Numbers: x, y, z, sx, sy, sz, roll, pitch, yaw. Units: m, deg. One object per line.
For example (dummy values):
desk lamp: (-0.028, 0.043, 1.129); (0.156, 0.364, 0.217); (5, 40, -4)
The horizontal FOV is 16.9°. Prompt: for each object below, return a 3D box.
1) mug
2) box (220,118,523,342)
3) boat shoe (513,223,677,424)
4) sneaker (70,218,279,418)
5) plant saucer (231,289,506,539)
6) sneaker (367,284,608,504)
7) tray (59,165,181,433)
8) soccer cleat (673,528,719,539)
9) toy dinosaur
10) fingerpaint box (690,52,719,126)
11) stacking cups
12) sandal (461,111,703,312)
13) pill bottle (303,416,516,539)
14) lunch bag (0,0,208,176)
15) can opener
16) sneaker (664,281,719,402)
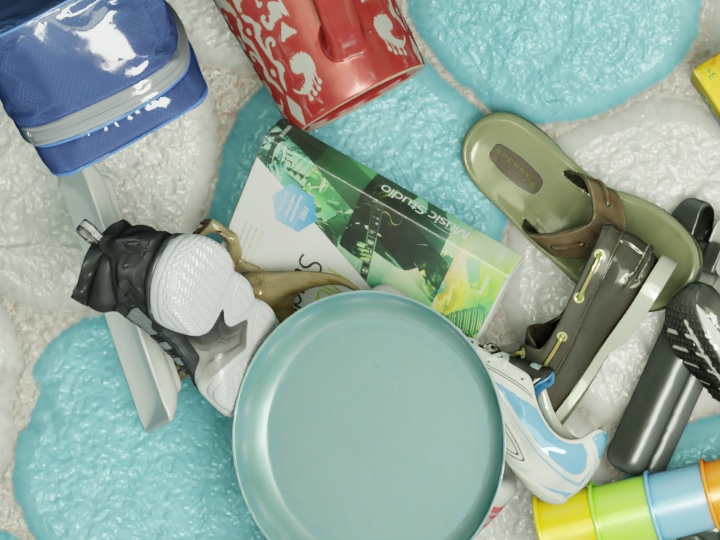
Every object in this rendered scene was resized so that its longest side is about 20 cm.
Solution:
mug: (-0.053, -0.205, 1.701); (0.133, 0.177, 0.201); (-28, 89, 18)
box: (0.000, 0.000, 1.713); (0.199, 0.036, 0.145); (29, 127, 6)
boat shoe: (0.144, 0.054, 1.692); (0.060, 0.072, 0.202); (35, 118, 3)
sneaker: (-0.128, 0.026, 1.659); (0.113, 0.200, 0.076); (22, 67, 28)
plant saucer: (0.008, 0.114, 1.627); (0.199, 0.027, 0.201); (-1, 88, 22)
sneaker: (0.085, 0.073, 1.655); (0.200, 0.072, 0.073); (42, 95, 12)
tray: (-0.170, 0.016, 1.740); (0.022, 0.107, 0.201); (-18, 86, -17)
soccer cleat: (0.218, 0.206, 1.709); (0.199, 0.068, 0.081); (-19, 96, 11)
toy dinosaur: (-0.080, 0.012, 1.715); (0.200, 0.058, 0.101); (-28, 117, 40)
fingerpaint box: (0.353, -0.098, 1.695); (0.166, 0.073, 0.201); (-31, 85, 4)
stacking cups: (0.220, 0.159, 1.655); (0.199, 0.060, 0.061); (-14, 86, 8)
sandal: (0.149, -0.038, 1.712); (0.201, 0.057, 0.080); (35, 98, 15)
pill bottle: (0.008, 0.186, 1.699); (0.109, 0.109, 0.200); (43, 105, 6)
lunch bag: (-0.192, -0.156, 1.703); (0.135, 0.200, 0.133); (-25, 114, 1)
can opener: (0.225, 0.051, 1.723); (0.066, 0.053, 0.201); (19, 88, 41)
sneaker: (0.285, 0.071, 1.677); (0.080, 0.074, 0.200); (-45, 118, -7)
